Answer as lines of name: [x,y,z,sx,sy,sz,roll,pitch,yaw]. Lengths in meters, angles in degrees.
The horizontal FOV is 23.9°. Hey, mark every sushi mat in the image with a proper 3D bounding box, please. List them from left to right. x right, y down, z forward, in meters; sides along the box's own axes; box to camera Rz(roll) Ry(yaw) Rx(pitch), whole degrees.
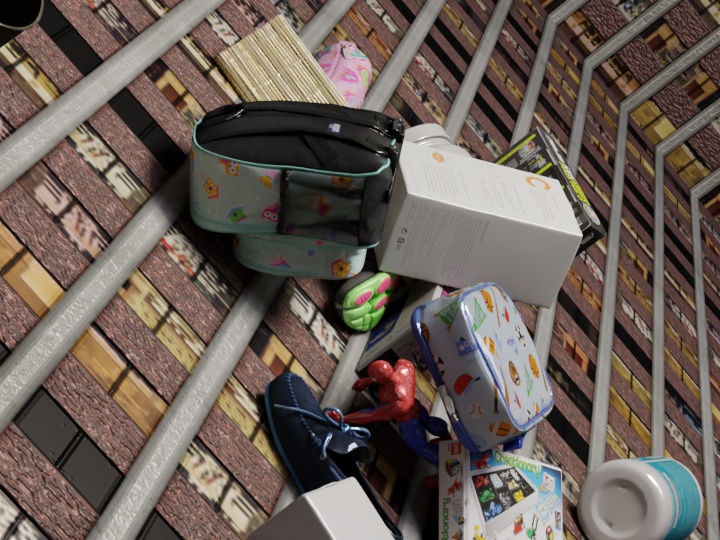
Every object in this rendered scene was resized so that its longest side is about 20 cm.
sushi mat: [-0.070,-0.187,1.923,0.200,0.096,0.012,54,-10,4]

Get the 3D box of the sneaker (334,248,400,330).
sneaker: [0.000,0.000,1.819,0.083,0.077,0.200,20,27,5]

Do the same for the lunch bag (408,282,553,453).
lunch bag: [0.120,0.096,1.640,0.161,0.075,0.200,67,19,3]

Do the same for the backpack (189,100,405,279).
backpack: [-0.069,-0.085,1.645,0.199,0.154,0.176,13,28,0]

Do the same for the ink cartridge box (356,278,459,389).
ink cartridge box: [0.055,0.050,1.793,0.037,0.095,0.200,48,21,-11]

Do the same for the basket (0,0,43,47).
basket: [-0.337,-0.172,1.164,0.136,0.200,0.181,28,32,-49]

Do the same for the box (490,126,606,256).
box: [0.183,-0.054,2.087,0.044,0.200,0.161,26,32,-51]

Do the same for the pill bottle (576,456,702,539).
pill bottle: [0.339,0.276,2.009,0.111,0.111,0.200,60,22,19]

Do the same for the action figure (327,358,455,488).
action figure: [0.023,0.141,1.614,0.200,0.098,0.066,63,28,-53]

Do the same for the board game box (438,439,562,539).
board game box: [0.141,0.244,1.671,0.200,0.034,0.127,24,62,-53]

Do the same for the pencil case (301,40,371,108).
pencil case: [-0.037,-0.211,2.035,0.087,0.087,0.200,47,23,-13]

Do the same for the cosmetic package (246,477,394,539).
cosmetic package: [0.004,0.272,1.356,0.200,0.074,0.102,56,20,14]

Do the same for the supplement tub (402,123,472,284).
supplement tub: [0.093,-0.055,1.976,0.201,0.144,0.144,59,21,19]

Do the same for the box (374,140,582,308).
box: [0.117,-0.050,1.805,0.199,0.098,0.125,13,29,-15]

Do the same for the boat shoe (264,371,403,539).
boat shoe: [-0.016,0.170,1.481,0.084,0.069,0.201,13,43,-60]
